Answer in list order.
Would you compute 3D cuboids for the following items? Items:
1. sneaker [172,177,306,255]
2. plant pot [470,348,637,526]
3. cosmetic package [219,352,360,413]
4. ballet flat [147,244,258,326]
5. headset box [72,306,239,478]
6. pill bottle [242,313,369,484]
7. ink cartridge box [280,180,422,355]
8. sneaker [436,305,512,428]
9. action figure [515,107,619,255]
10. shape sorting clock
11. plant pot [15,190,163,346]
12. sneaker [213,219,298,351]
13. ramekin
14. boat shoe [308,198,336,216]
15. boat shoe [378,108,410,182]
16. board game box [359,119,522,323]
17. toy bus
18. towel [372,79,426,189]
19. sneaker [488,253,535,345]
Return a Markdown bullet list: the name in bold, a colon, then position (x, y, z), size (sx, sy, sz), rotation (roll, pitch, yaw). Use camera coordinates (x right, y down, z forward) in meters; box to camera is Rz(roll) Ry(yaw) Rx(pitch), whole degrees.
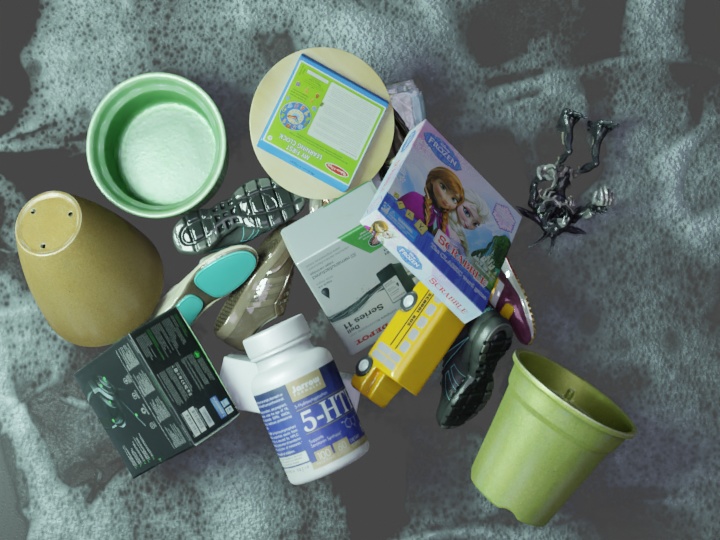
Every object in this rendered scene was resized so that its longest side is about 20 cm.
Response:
- **sneaker**: position (-0.171, -0.076, 1.751), size (0.197, 0.079, 0.077), rotation (-19, 79, 1)
- **plant pot**: position (0.250, 0.242, 1.703), size (0.199, 0.200, 0.186), rotation (32, 103, 1)
- **cosmetic package**: position (-0.100, 0.169, 1.740), size (0.196, 0.102, 0.075), rotation (12, 90, 0)
- **ballet flat**: position (-0.229, 0.020, 1.753), size (0.199, 0.069, 0.070), rotation (-40, 90, 11)
- **headset box**: position (-0.289, 0.174, 1.702), size (0.092, 0.199, 0.176), rotation (-31, 89, -43)
- **pill bottle**: position (-0.078, 0.168, 1.631), size (0.118, 0.120, 0.203), rotation (-24, 91, 1)
- **ink cartridge box**: position (0.000, 0.000, 1.691), size (0.145, 0.083, 0.201), rotation (-30, 131, 1)
- **sneaker**: position (0.151, 0.133, 1.732), size (0.079, 0.075, 0.202), rotation (46, 125, 38)
- **action figure**: position (0.293, -0.122, 1.731), size (0.117, 0.102, 0.203), rotation (17, 89, -11)
- **shape sorting clock**: position (-0.052, -0.197, 1.652), size (0.196, 0.039, 0.204), rotation (-1, 94, -12)
- **plant pot**: position (-0.386, -0.019, 1.665), size (0.183, 0.200, 0.189), rotation (-4, 66, 9)
- **sneaker**: position (-0.131, 0.024, 1.766), size (0.075, 0.070, 0.201), rotation (34, 90, -24)
- **ramekin**: position (-0.278, -0.169, 1.735), size (0.196, 0.098, 0.204), rotation (0, 86, 3)
- **boat shoe**: position (-0.039, -0.138, 1.712), size (0.070, 0.076, 0.204), rotation (-2, 98, -2)
- **boat shoe**: position (0.052, -0.152, 1.705), size (0.073, 0.065, 0.202), rotation (-32, 90, 2)
- **board game box**: position (0.112, -0.068, 1.631), size (0.200, 0.201, 0.041), rotation (43, 135, -16)
- **toy bus**: position (0.075, 0.097, 1.674), size (0.065, 0.078, 0.201), rotation (37, 86, -40)
- **towel**: position (0.019, -0.161, 1.763), size (0.168, 0.048, 0.204), rotation (-9, 90, 4)
- **sneaker**: position (0.181, 0.023, 1.751), size (0.089, 0.075, 0.203), rotation (-24, 82, 4)
